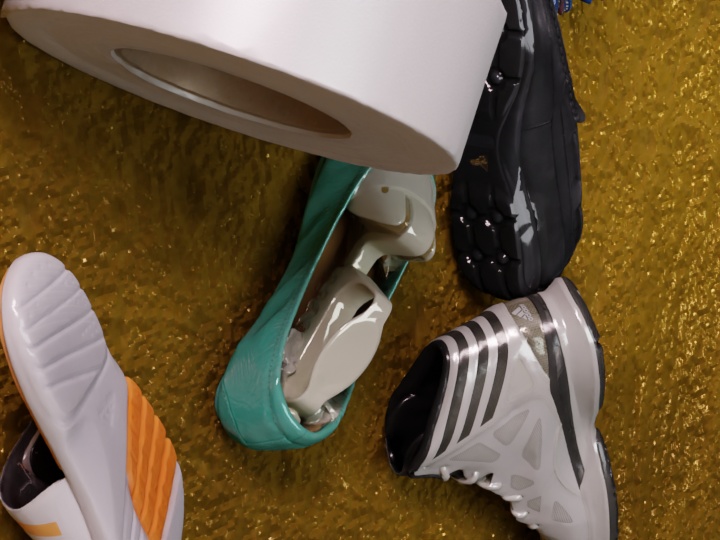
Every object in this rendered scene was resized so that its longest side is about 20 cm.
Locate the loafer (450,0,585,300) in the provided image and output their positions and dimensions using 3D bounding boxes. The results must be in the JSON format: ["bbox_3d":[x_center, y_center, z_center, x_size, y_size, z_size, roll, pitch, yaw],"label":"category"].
[{"bbox_3d":[0.079,-0.084,1.154,0.070,0.068,0.201,-30,124,-43],"label":"loafer"}]

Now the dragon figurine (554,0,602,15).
[{"bbox_3d":[0.142,-0.228,1.186,0.099,0.059,0.201,5,96,-44],"label":"dragon figurine"}]

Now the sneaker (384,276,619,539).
[{"bbox_3d":[0.070,0.096,1.193,0.115,0.076,0.201,-17,131,-8],"label":"sneaker"}]

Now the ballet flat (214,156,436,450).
[{"bbox_3d":[0.000,0.000,1.091,0.067,0.070,0.201,37,73,-41],"label":"ballet flat"}]

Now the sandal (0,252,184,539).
[{"bbox_3d":[-0.132,0.073,0.989,0.079,0.059,0.207,-73,153,-46],"label":"sandal"}]

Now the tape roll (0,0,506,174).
[{"bbox_3d":[-0.044,-0.105,0.940,0.202,0.202,0.071,23,84,-43],"label":"tape roll"}]
